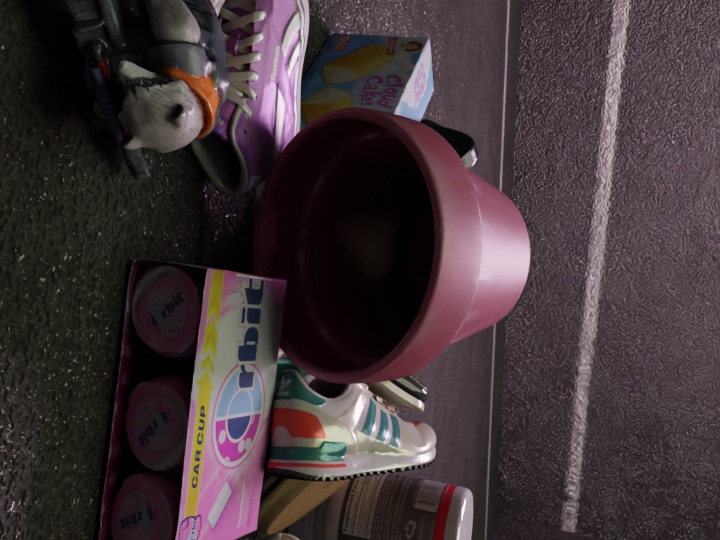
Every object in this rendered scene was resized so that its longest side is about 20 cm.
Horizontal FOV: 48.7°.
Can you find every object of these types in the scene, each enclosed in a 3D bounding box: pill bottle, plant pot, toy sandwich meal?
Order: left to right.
[{"bbox_3d":[-0.044,0.179,0.796,0.203,0.071,0.206,-36,162,-14],"label":"toy sandwich meal"},{"bbox_3d":[0.023,0.284,0.891,0.110,0.195,0.114,6,90,-72],"label":"pill bottle"},{"bbox_3d":[0.039,-0.015,0.642,0.177,0.197,0.206,4,93,-47],"label":"plant pot"}]

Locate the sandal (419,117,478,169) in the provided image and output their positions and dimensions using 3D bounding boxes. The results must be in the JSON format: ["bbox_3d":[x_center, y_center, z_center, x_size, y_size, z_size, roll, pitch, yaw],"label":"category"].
[{"bbox_3d":[0.051,-0.130,0.853,0.074,0.200,0.049,-33,127,-14],"label":"sandal"}]

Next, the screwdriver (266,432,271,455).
[{"bbox_3d":[-0.116,0.104,0.680,0.029,0.027,0.202,-109,178,-45],"label":"screwdriver"}]

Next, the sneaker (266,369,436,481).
[{"bbox_3d":[0.001,0.121,0.671,0.197,0.069,0.096,7,78,-49],"label":"sneaker"}]

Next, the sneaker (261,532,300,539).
[{"bbox_3d":[-0.023,0.342,0.782,0.078,0.198,0.101,-43,151,-32],"label":"sneaker"}]

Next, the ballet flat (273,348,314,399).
[{"bbox_3d":[-0.079,0.086,0.739,0.201,0.074,0.065,64,4,-68],"label":"ballet flat"}]

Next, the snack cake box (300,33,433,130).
[{"bbox_3d":[-0.002,-0.162,0.803,0.202,0.112,0.068,-68,157,-44],"label":"snack cake box"}]

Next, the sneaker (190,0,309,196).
[{"bbox_3d":[-0.088,-0.155,0.594,0.115,0.071,0.205,-53,146,-54],"label":"sneaker"}]

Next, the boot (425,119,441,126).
[{"bbox_3d":[0.090,-0.098,1.200,0.203,0.074,0.171,87,14,-47],"label":"boot"}]

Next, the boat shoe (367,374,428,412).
[{"bbox_3d":[-0.009,0.054,0.721,0.068,0.199,0.072,-52,-173,-17],"label":"boat shoe"}]

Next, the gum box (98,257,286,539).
[{"bbox_3d":[-0.117,0.101,0.569,0.113,0.064,0.206,11,85,-68],"label":"gum box"}]

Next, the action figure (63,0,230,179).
[{"bbox_3d":[-0.110,-0.157,0.447,0.201,0.101,0.198,87,0,-61],"label":"action figure"}]

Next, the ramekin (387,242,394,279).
[{"bbox_3d":[0.000,0.000,0.840,0.200,0.095,0.207,-4,90,-81],"label":"ramekin"}]
